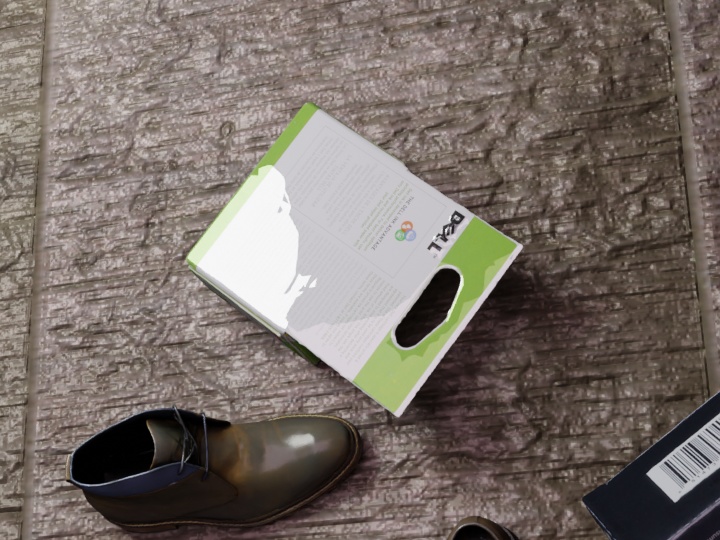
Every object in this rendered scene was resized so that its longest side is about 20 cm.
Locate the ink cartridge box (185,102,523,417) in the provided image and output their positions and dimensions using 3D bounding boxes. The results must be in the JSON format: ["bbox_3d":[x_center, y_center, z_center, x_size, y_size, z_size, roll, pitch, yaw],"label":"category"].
[{"bbox_3d":[0.000,0.000,1.028,0.199,0.076,0.148,35,83,24],"label":"ink cartridge box"}]

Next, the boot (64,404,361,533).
[{"bbox_3d":[-0.102,0.133,0.996,0.197,0.097,0.076,-16,66,11],"label":"boot"}]

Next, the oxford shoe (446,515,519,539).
[{"bbox_3d":[0.076,0.251,0.904,0.072,0.084,0.203,-13,68,10],"label":"oxford shoe"}]

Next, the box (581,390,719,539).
[{"bbox_3d":[0.245,0.172,0.816,0.147,0.104,0.201,-37,104,0],"label":"box"}]
